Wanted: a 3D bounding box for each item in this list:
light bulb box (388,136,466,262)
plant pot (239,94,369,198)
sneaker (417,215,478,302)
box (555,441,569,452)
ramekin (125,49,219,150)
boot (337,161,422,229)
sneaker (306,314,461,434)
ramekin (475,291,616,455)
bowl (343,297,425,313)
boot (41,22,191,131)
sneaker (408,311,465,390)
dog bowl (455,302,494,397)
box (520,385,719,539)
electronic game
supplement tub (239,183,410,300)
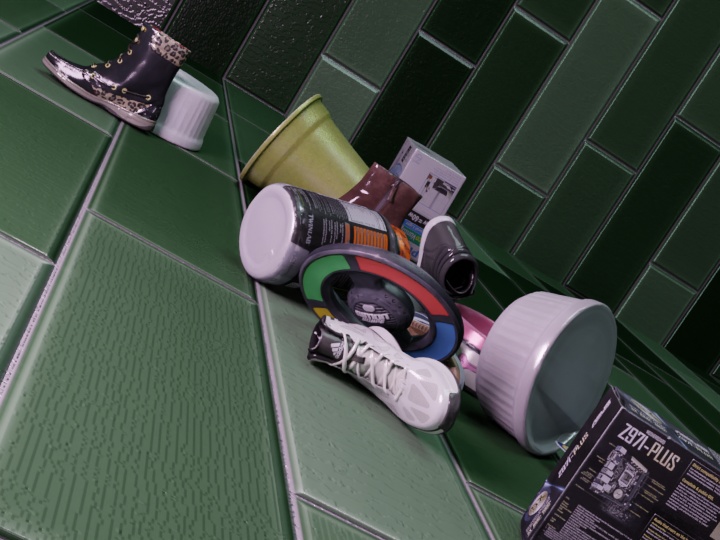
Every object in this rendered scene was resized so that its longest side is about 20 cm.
[{"bbox_3d":[0.107,-0.150,2.249,0.124,0.201,0.198,29,10,-9],"label":"light bulb box"},{"bbox_3d":[-0.074,-0.167,1.871,0.184,0.200,0.200,43,10,-1],"label":"plant pot"},{"bbox_3d":[0.123,0.029,1.586,0.070,0.201,0.099,-9,39,-14],"label":"sneaker"},{"bbox_3d":[0.315,0.281,1.283,0.121,0.033,0.200,25,14,-41],"label":"box"},{"bbox_3d":[-0.342,-0.301,1.877,0.200,0.098,0.201,32,9,-6],"label":"ramekin"},{"bbox_3d":[-0.023,-0.099,1.685,0.199,0.167,0.072,30,10,-16],"label":"boot"},{"bbox_3d":[0.010,0.106,1.117,0.115,0.076,0.200,15,10,-36],"label":"sneaker"},{"bbox_3d":[0.226,0.120,1.351,0.094,0.204,0.202,23,2,37],"label":"ramekin"},{"bbox_3d":[0.000,0.000,1.556,0.200,0.075,0.199,38,10,35],"label":"bowl"},{"bbox_3d":[-0.386,-0.335,1.734,0.203,0.154,0.074,31,10,-11],"label":"boot"},{"bbox_3d":[0.090,0.102,1.343,0.108,0.070,0.200,22,11,-40],"label":"sneaker"},{"bbox_3d":[0.175,0.120,1.517,0.199,0.074,0.200,31,9,-6],"label":"dog bowl"},{"bbox_3d":[0.274,0.234,1.003,0.199,0.164,0.086,32,10,2],"label":"box"},{"bbox_3d":[0.022,0.041,1.217,0.199,0.042,0.201,20,-33,14],"label":"electronic game"},{"bbox_3d":[-0.041,-0.029,1.357,0.199,0.123,0.123,15,19,-39],"label":"supplement tub"}]
